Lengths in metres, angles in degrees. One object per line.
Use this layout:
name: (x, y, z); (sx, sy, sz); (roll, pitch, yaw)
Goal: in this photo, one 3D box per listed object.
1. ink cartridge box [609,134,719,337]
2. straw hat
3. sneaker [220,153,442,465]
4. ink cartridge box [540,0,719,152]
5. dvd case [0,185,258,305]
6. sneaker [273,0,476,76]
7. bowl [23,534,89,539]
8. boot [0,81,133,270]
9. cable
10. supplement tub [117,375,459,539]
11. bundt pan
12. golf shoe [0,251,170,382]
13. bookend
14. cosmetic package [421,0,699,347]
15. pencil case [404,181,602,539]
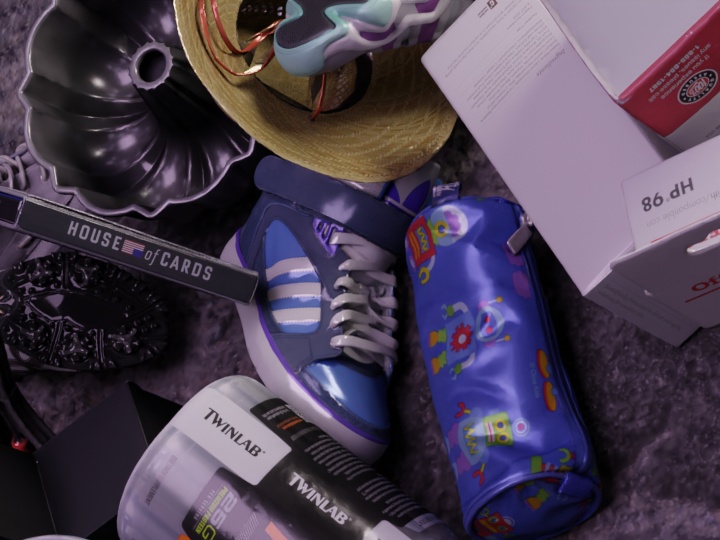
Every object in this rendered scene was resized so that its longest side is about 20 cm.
ink cartridge box: (0.212, -0.020, 1.196); (0.115, 0.200, 0.067); (-25, 59, 28)
straw hat: (-0.044, -0.125, 1.440); (0.085, 0.200, 0.203); (-34, 52, 49)
sneaker: (0.000, 0.000, 1.435); (0.147, 0.080, 0.201); (-47, 45, 19)
ink cartridge box: (0.204, -0.141, 1.252); (0.145, 0.200, 0.145); (-43, 49, 16)
dvd case: (-0.159, -0.020, 1.472); (0.200, 0.149, 0.025); (17, 88, 70)
sneaker: (0.050, -0.142, 1.414); (0.200, 0.140, 0.078); (-39, 37, -13)
bowl: (-0.142, 0.250, 1.415); (0.200, 0.105, 0.203); (1, 91, 34)
boot: (-0.229, -0.053, 1.627); (0.073, 0.095, 0.201); (31, 93, 41)
cable: (-0.231, 0.095, 1.528); (0.096, 0.201, 0.050); (16, 53, 16)
supplement tub: (-0.027, 0.160, 1.340); (0.199, 0.122, 0.123); (35, 96, 19)
bundt pan: (-0.119, -0.121, 1.564); (0.200, 0.076, 0.204); (-7, 73, 23)
golf shoe: (-0.215, 0.034, 1.577); (0.198, 0.095, 0.078); (5, 74, 10)
bookend: (-0.192, 0.135, 1.456); (0.198, 0.200, 0.093); (-37, 54, 22)
cosmetic package: (0.131, -0.066, 1.341); (0.085, 0.107, 0.201); (-43, 50, 17)
pencil case: (0.080, 0.050, 1.354); (0.087, 0.078, 0.201); (-34, 55, 36)
